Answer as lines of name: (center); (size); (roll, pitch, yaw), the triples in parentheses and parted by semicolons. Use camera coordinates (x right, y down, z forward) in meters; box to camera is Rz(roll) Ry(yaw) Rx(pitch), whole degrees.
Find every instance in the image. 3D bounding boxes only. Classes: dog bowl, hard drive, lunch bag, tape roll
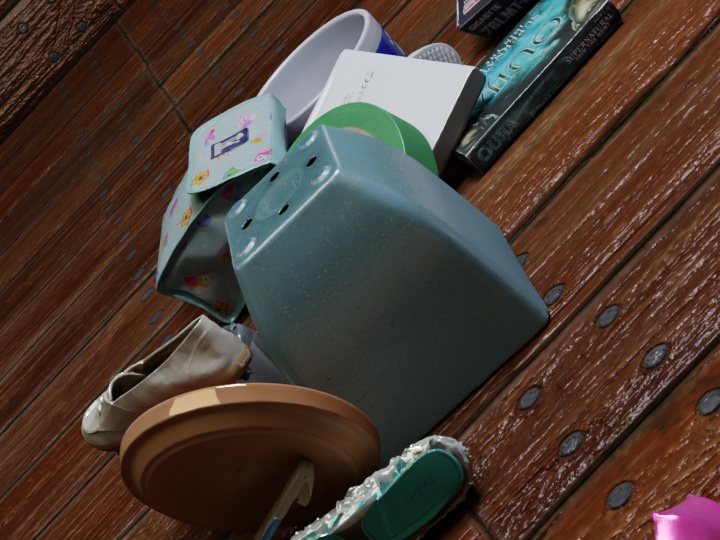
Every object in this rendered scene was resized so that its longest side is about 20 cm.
dog bowl: (-0.038, -0.200, 1.825); (0.200, 0.079, 0.201); (-38, 24, 20)
hard drive: (0.024, -0.148, 1.564); (0.199, 0.027, 0.133); (16, 77, 50)
lunch bag: (-0.135, -0.076, 1.691); (0.201, 0.121, 0.171); (-60, 17, 26)
tape roll: (-0.013, -0.056, 1.494); (0.199, 0.048, 0.202); (-24, 56, 39)

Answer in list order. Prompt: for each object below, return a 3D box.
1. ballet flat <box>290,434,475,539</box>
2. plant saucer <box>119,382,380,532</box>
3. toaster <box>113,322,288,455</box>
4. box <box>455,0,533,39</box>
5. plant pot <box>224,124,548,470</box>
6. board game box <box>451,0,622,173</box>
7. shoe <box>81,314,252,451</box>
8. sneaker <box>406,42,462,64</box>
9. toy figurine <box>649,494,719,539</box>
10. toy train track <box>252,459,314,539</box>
ballet flat: (0.003, 0.192, 1.155); (0.199, 0.072, 0.072); (-38, 24, 5)
plant saucer: (-0.083, 0.149, 1.201); (0.199, 0.199, 0.033); (-31, 48, 33)
toaster: (-0.113, 0.131, 1.360); (0.199, 0.129, 0.114); (-24, 33, 44)
box: (0.164, -0.374, 1.642); (0.200, 0.049, 0.201); (-36, 48, 56)
plant pot: (0.000, 0.000, 1.283); (0.196, 0.200, 0.197); (-42, 24, 10)
board game box: (0.153, -0.189, 1.537); (0.200, 0.028, 0.135); (-48, 23, 0)
shoe: (-0.168, 0.089, 1.288); (0.199, 0.053, 0.070); (-29, 29, 37)
sneaker: (0.020, -0.156, 1.665); (0.201, 0.073, 0.114); (-52, 20, -10)
toy figurine: (0.141, 0.197, 0.863); (0.183, 0.151, 0.200); (-32, -1, 1)
toy train track: (-0.075, 0.226, 1.202); (0.201, 0.032, 0.115); (-61, 9, 29)
